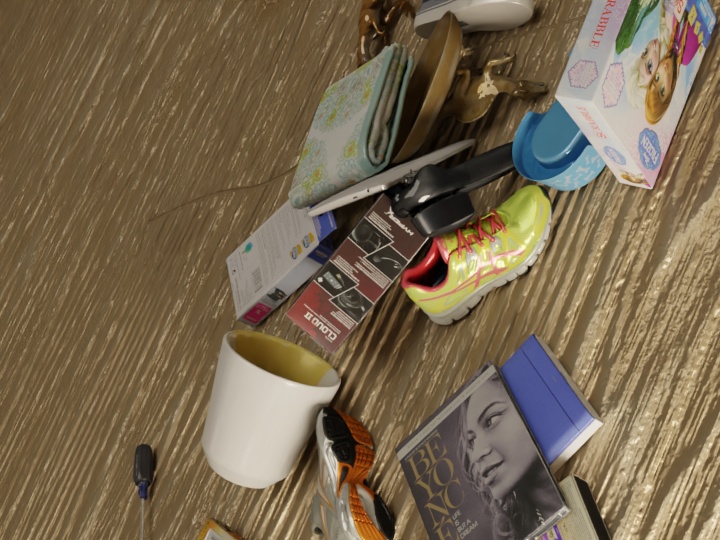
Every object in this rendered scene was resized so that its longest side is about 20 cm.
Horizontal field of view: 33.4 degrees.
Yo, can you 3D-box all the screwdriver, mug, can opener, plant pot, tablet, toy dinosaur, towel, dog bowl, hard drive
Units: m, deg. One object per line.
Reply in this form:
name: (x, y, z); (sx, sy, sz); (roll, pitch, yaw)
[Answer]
screwdriver: (-0.292, 0.325, 1.627); (0.029, 0.028, 0.201); (-17, 51, 6)
mug: (-0.110, 0.172, 1.448); (0.149, 0.186, 0.154); (26, 103, 22)
can opener: (0.115, -0.099, 1.325); (0.199, 0.079, 0.063); (-30, 4, -35)
plant pot: (0.082, -0.222, 1.483); (0.200, 0.027, 0.202); (-159, 90, -81)
tablet: (0.038, -0.113, 1.424); (0.129, 0.199, 0.014); (-17, 100, 42)
toy dinosaur: (0.130, -0.217, 1.456); (0.199, 0.058, 0.102); (-20, 51, 38)
towel: (-0.010, -0.184, 1.548); (0.171, 0.048, 0.201); (-26, 40, 50)
dog bowl: (0.249, -0.174, 1.301); (0.201, 0.049, 0.111); (-55, 38, 6)
hard drive: (0.142, 0.179, 1.219); (0.200, 0.025, 0.132); (-49, 39, 15)
toy dinosaur: (0.020, -0.374, 1.687); (0.106, 0.060, 0.202); (-19, 53, 43)

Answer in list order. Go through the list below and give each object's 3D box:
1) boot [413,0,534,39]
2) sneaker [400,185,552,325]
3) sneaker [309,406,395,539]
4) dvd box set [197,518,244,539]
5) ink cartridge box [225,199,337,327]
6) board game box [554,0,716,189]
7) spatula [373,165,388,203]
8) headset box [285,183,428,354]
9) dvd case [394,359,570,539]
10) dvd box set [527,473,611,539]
boot: (0.145, -0.354, 1.516); (0.199, 0.072, 0.091); (1, 73, 50)
sneaker: (0.125, -0.023, 1.315); (0.200, 0.090, 0.078); (-45, 39, 18)
sneaker: (-0.030, 0.244, 1.340); (0.092, 0.075, 0.201); (-47, 36, 28)
dvd box set: (-0.152, 0.396, 1.399); (0.199, 0.029, 0.147); (20, 83, 51)
ink cartridge box: (-0.100, -0.028, 1.620); (0.200, 0.042, 0.120); (-43, 40, 25)
board game box: (0.275, -0.211, 1.173); (0.041, 0.200, 0.201); (17, 80, 35)
spatula: (0.026, -0.156, 1.566); (0.057, 0.020, 0.202); (127, 148, -58)
headset box: (0.000, 0.000, 1.399); (0.200, 0.077, 0.149); (-50, 1, 14)
dvd case: (0.115, 0.205, 1.194); (0.149, 0.016, 0.201); (-45, 38, 19)
dvd box set: (0.153, 0.305, 1.119); (0.200, 0.029, 0.147); (-42, 41, 22)
